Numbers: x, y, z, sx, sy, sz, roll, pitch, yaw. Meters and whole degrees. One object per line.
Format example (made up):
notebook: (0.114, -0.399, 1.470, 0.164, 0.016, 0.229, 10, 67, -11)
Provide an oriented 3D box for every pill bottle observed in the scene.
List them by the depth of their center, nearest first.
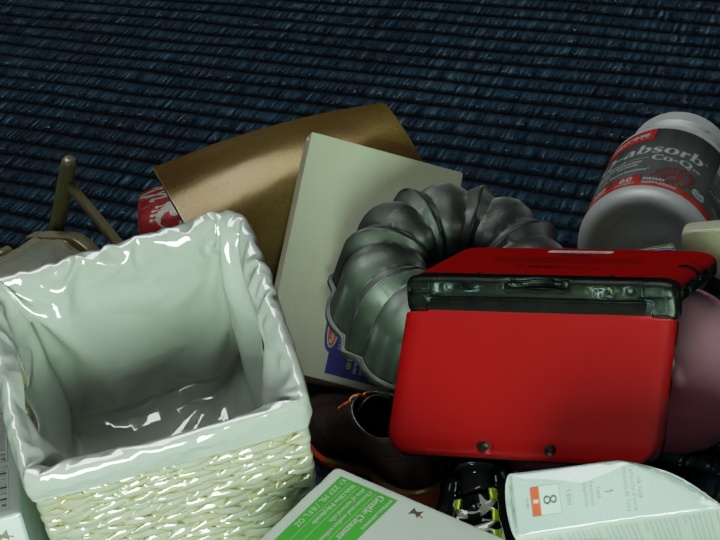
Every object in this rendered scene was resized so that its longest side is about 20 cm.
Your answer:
pill bottle: (0.258, -0.056, 1.978, 0.116, 0.116, 0.200, -5, 24, 19)

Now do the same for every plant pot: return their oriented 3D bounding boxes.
plant pot: (-0.045, -0.055, 1.949, 0.200, 0.186, 0.186, -30, 25, -3)

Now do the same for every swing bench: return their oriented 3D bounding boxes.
swing bench: (-0.323, 0.028, 2.048, 0.199, 0.130, 0.200, -34, -8, -38)

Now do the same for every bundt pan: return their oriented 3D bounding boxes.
bundt pan: (0.074, 0.007, 1.776, 0.202, 0.076, 0.202, 3, 46, -3)

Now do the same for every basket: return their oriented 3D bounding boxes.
basket: (-0.139, 0.096, 1.596, 0.200, 0.161, 0.198, -17, 47, -5)

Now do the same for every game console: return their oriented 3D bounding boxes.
game console: (0.138, 0.056, 1.631, 0.200, 0.119, 0.172, 2, 12, 24)

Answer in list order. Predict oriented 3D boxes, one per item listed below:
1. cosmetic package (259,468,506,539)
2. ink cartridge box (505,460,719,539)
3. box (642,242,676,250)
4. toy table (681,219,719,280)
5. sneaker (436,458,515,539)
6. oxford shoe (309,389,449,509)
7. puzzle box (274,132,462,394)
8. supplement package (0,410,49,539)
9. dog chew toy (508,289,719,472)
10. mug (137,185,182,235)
cosmetic package: (0.038, 0.216, 1.453, 0.200, 0.085, 0.108, 18, 41, 30)
ink cartridge box: (0.202, 0.154, 1.491, 0.200, 0.050, 0.162, -12, -21, 8)
box: (0.165, 0.038, 1.868, 0.200, 0.070, 0.064, -12, 23, 2)
toy table: (0.347, 0.012, 1.776, 0.184, 0.117, 0.200, -10, 22, 7)
sneaker: (0.074, 0.174, 1.588, 0.072, 0.083, 0.200, -11, 23, 6)
oxford shoe: (0.009, 0.117, 1.767, 0.071, 0.073, 0.200, -24, 26, -25)
puzzle box: (0.000, 0.000, 1.859, 0.133, 0.200, 0.025, 15, -15, -13)
supplement package: (-0.292, 0.206, 1.620, 0.151, 0.152, 0.200, -14, 23, -3)
dog chew toy: (0.184, 0.090, 1.689, 0.200, 0.125, 0.125, -21, 23, 2)
mug: (-0.088, -0.033, 2.147, 0.200, 0.178, 0.134, -13, 59, 10)
